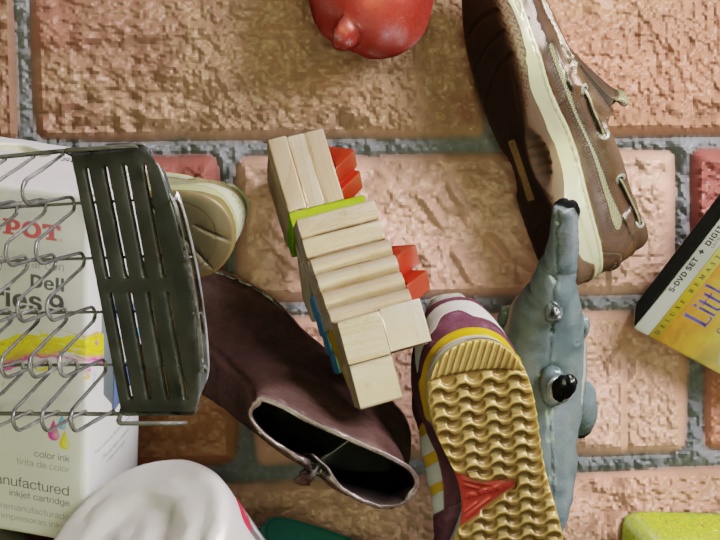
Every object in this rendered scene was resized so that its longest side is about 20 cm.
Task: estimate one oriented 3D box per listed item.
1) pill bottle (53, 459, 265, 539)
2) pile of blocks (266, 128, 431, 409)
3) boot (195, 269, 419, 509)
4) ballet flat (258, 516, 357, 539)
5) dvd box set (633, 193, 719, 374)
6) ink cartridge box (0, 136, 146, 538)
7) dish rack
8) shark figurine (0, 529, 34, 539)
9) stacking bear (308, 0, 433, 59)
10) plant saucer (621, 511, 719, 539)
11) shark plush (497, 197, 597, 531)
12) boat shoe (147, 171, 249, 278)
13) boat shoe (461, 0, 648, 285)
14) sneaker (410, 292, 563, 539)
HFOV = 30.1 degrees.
[{"bbox_3d":[-0.077,0.206,0.725,0.110,0.111,0.201,-29,125,-2],"label":"pill bottle"},{"bbox_3d":[0.000,0.000,0.755,0.062,0.082,0.201,-14,49,-9],"label":"pile of blocks"},{"bbox_3d":[-0.055,0.057,0.747,0.199,0.166,0.073,31,90,-3],"label":"boot"},{"bbox_3d":[0.022,0.206,0.820,0.199,0.067,0.071,15,117,-4],"label":"ballet flat"},{"bbox_3d":[0.286,0.024,0.801,0.199,0.029,0.147,28,125,-5],"label":"dvd box set"},{"bbox_3d":[-0.200,0.033,0.739,0.144,0.088,0.201,9,108,9],"label":"ink cartridge box"},{"bbox_3d":[-0.171,0.015,0.645,0.199,0.055,0.155,-3,107,21],"label":"dish rack"},{"bbox_3d":[-0.141,0.214,0.776,0.089,0.128,0.215,-43,96,-11],"label":"shark figurine"},{"bbox_3d":[0.029,-0.220,0.772,0.113,0.121,0.201,25,102,10],"label":"stacking bear"},{"bbox_3d":[0.262,0.258,0.840,0.198,0.048,0.202,2,93,-4],"label":"plant saucer"},{"bbox_3d":[0.119,0.055,0.774,0.090,0.083,0.201,11,117,-9],"label":"shark plush"},{"bbox_3d":[-0.168,-0.032,0.793,0.199,0.063,0.074,-1,110,7],"label":"boat shoe"},{"bbox_3d":[0.121,-0.097,0.806,0.074,0.075,0.204,-20,101,-16],"label":"boat shoe"},{"bbox_3d":[0.070,0.110,0.758,0.074,0.090,0.201,-7,114,-3],"label":"sneaker"}]
